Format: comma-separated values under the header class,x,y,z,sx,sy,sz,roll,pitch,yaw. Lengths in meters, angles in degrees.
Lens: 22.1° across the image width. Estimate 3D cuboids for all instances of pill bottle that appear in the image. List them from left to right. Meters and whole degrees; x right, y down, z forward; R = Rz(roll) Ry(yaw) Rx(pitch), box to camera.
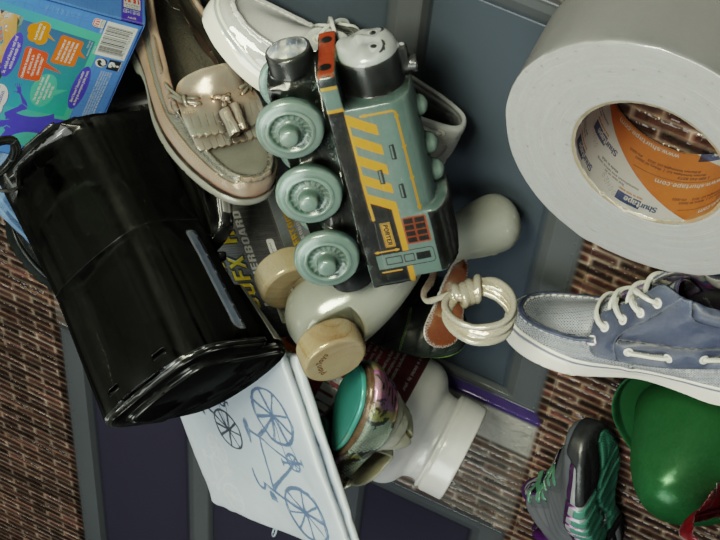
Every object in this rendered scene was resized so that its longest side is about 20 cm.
class,x,y,z,sx,sy,sz,roll,pitch,yaw
pill bottle,0.000,0.104,1.532,0.199,0.113,0.113,29,147,4

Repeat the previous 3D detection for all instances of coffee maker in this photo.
class,x,y,z,sx,sy,sz,roll,pitch,yaw
coffee maker,-0.169,0.004,1.300,0.201,0.191,0.135,63,144,18

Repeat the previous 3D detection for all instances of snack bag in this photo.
class,x,y,z,sx,sy,sz,roll,pitch,yaw
snack bag,-0.085,0.129,1.450,0.199,0.021,0.190,11,126,51

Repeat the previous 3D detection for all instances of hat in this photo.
class,x,y,z,sx,sy,sz,roll,pitch,yaw
hat,0.235,0.185,1.389,0.164,0.177,0.201,4,138,35

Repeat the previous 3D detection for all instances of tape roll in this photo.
class,x,y,z,sx,sy,sz,roll,pitch,yaw
tape roll,0.194,-0.089,1.172,0.199,0.066,0.201,22,145,16

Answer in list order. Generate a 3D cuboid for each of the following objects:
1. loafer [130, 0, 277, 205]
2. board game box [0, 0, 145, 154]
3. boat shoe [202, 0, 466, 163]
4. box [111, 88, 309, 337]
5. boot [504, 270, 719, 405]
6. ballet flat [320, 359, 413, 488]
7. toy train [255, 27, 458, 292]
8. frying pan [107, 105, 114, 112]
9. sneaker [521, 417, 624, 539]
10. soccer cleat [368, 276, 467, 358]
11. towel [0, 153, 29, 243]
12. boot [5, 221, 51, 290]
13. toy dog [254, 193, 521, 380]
class,x,y,z,sx,sy,sz,roll,pitch,yaw
loafer,-0.115,-0.135,1.289,0.201,0.071,0.063,58,149,30
board game box,-0.268,-0.157,1.295,0.198,0.045,0.153,13,134,-22
boat shoe,-0.015,-0.139,1.278,0.199,0.072,0.069,38,130,-4
box,-0.110,-0.047,1.426,0.157,0.048,0.202,-3,113,40
boot,0.200,0.030,1.329,0.198,0.073,0.091,11,135,15
ballet flat,-0.002,0.129,1.435,0.070,0.070,0.200,15,146,-16
toy train,-0.002,-0.074,1.241,0.113,0.086,0.201,-10,126,7
frying pan,-0.218,-0.073,1.444,0.114,0.031,0.192,13,124,36
sneaker,0.167,0.186,1.544,0.087,0.075,0.201,20,146,25
soccer cleat,0.000,0.000,1.443,0.199,0.068,0.081,32,145,5
towel,-0.283,-0.104,1.502,0.200,0.049,0.112,45,115,-7
boot,-0.192,-0.012,1.575,0.198,0.074,0.162,43,142,-15
toy dog,0.024,0.019,1.355,0.198,0.133,0.097,-6,152,6
